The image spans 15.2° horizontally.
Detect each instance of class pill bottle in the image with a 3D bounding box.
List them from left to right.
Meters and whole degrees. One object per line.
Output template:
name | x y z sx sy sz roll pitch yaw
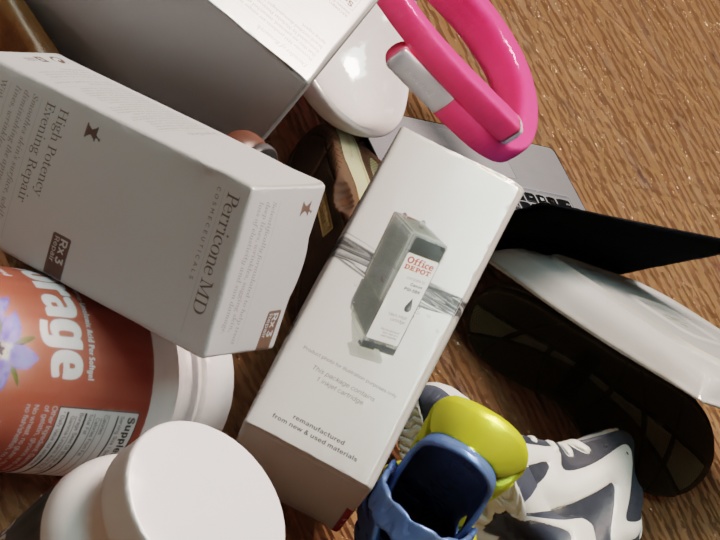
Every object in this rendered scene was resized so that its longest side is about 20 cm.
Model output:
pill bottle | -0.173 0.056 1.486 0.199 0.112 0.113 7 56 -39
pill bottle | -0.131 0.163 1.373 0.116 0.200 0.116 24 46 -27

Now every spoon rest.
spoon rest | 0.001 -0.163 1.794 0.099 0.061 0.200 44 32 -22

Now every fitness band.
fitness band | 0.055 -0.156 1.758 0.200 0.037 0.144 43 27 -37

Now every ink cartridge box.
ink cartridge box | 0.005 0.035 1.569 0.083 0.147 0.201 28 72 0

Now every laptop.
laptop | 0.125 -0.063 1.814 0.187 0.116 0.200 10 41 -37

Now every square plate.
square plate | 0.205 0.044 1.788 0.198 0.029 0.200 34 10 36

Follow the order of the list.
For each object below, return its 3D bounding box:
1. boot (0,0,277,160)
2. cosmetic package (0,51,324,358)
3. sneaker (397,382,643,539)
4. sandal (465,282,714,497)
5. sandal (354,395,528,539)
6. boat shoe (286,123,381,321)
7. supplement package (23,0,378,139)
boot | -0.150 -0.090 1.561 0.068 0.188 0.200 -29 83 -38
cosmetic package | -0.127 -0.039 1.469 0.199 0.102 0.074 26 17 30
sneaker | 0.111 0.125 1.716 0.199 0.079 0.130 43 39 -7
sandal | 0.157 0.072 1.810 0.200 0.082 0.055 35 30 -6
sandal | 0.028 0.149 1.544 0.079 0.200 0.087 33 58 10
boat shoe | 0.004 -0.003 1.723 0.075 0.075 0.203 25 45 -34
supplement package | -0.112 -0.166 1.590 0.200 0.156 0.111 40 52 -3
